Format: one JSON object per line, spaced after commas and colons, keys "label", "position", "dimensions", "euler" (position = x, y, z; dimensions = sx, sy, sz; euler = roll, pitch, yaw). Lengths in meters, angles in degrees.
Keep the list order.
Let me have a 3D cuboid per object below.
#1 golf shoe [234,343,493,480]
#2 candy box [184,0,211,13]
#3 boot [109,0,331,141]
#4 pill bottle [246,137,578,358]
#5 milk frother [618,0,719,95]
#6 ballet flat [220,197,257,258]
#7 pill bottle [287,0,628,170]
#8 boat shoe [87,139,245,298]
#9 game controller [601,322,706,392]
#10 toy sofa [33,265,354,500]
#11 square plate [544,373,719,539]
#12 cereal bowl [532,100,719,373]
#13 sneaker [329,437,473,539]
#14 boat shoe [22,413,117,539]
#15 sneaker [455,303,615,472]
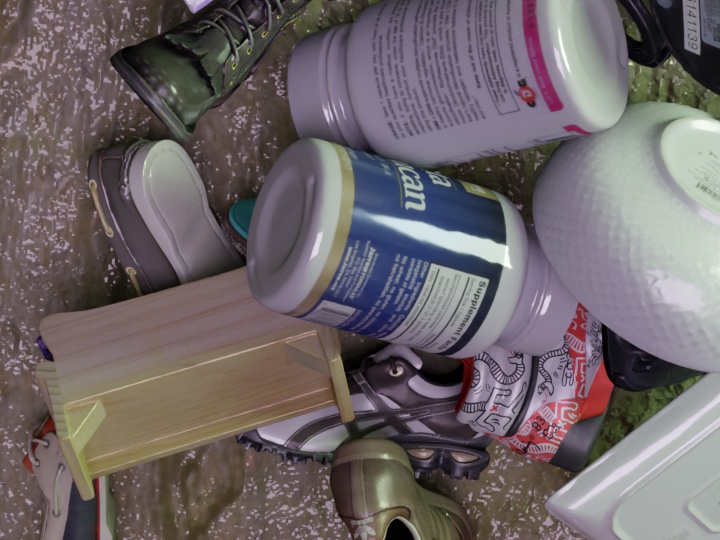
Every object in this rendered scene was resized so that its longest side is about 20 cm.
{"label": "golf shoe", "position": [-0.002, 0.088, 1.654], "dimensions": [0.198, 0.078, 0.095], "euler": [6, 100, -16]}
{"label": "candy box", "position": [-0.049, -0.247, 1.457], "dimensions": [0.167, 0.200, 0.072], "euler": [-34, 103, 8]}
{"label": "boot", "position": [-0.062, -0.171, 1.496], "dimensions": [0.174, 0.200, 0.069], "euler": [-41, 94, 18]}
{"label": "pill bottle", "position": [0.037, -0.007, 1.518], "dimensions": [0.199, 0.111, 0.112], "euler": [15, 109, -25]}
{"label": "milk frother", "position": [0.252, -0.205, 1.540], "dimensions": [0.188, 0.200, 0.181], "euler": [-34, 151, -29]}
{"label": "ballet flat", "position": [0.000, 0.000, 1.628], "dimensions": [0.198, 0.068, 0.076], "euler": [5, 135, -7]}
{"label": "pill bottle", "position": [0.060, -0.126, 1.523], "dimensions": [0.199, 0.113, 0.114], "euler": [-12, 113, 29]}
{"label": "boat shoe", "position": [-0.125, -0.001, 1.615], "dimensions": [0.060, 0.072, 0.203], "euler": [3, 128, 33]}
{"label": "game controller", "position": [0.237, 0.015, 1.609], "dimensions": [0.199, 0.042, 0.105], "euler": [-12, 96, -38]}
{"label": "toy sofa", "position": [-0.109, 0.067, 1.568], "dimensions": [0.199, 0.098, 0.083], "euler": [-17, 145, -3]}
{"label": "square plate", "position": [0.253, 0.149, 1.666], "dimensions": [0.198, 0.029, 0.200], "euler": [-39, 136, 10]}
{"label": "cereal bowl", "position": [0.214, -0.036, 1.519], "dimensions": [0.199, 0.201, 0.084], "euler": [21, 131, -11]}
{"label": "sneaker", "position": [0.025, 0.185, 1.638], "dimensions": [0.070, 0.076, 0.200], "euler": [-11, 150, 19]}
{"label": "boat shoe", "position": [-0.203, 0.139, 1.658], "dimensions": [0.062, 0.071, 0.201], "euler": [-1, 114, -1]}
{"label": "sneaker", "position": [0.132, 0.026, 1.619], "dimensions": [0.107, 0.067, 0.203], "euler": [20, 85, -2]}
